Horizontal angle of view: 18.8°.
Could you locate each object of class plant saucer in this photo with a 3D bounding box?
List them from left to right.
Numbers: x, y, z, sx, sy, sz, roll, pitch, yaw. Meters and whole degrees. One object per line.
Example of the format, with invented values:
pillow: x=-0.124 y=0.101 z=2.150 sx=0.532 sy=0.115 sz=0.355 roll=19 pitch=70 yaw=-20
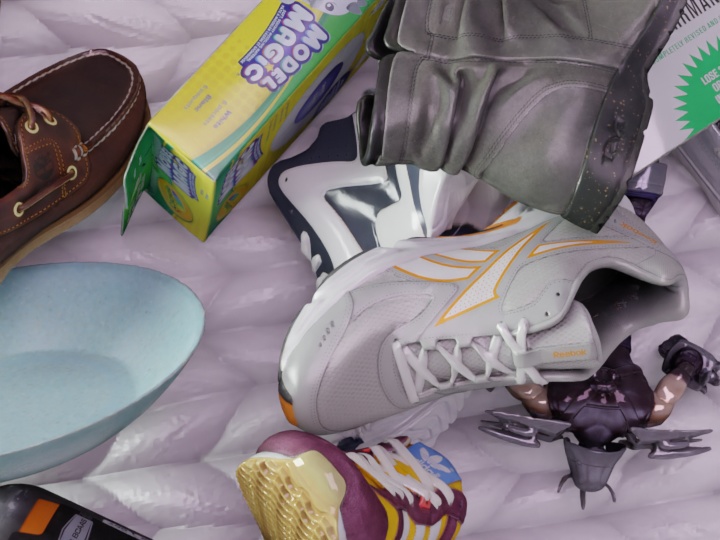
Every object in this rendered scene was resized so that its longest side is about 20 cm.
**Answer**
plant saucer: x=-0.166 y=0.055 z=1.001 sx=0.201 sy=0.201 sz=0.039 roll=-15 pitch=115 yaw=-11

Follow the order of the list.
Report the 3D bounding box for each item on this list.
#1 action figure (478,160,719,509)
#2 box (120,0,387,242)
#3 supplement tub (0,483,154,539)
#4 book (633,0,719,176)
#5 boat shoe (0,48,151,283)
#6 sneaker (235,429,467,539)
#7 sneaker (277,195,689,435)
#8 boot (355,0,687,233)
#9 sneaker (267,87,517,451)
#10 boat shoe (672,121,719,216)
action figure: x=0.121 y=0.020 z=1.091 sx=0.130 sy=0.069 sz=0.200 roll=7 pitch=80 yaw=-13
box: x=-0.044 y=-0.094 z=1.068 sx=0.048 sy=0.117 sz=0.200 roll=42 pitch=76 yaw=4
supplement tub: x=-0.125 y=0.176 z=0.990 sx=0.200 sy=0.123 sz=0.123 roll=24 pitch=75 yaw=-1
book: x=0.127 y=-0.161 z=1.073 sx=0.134 sy=0.048 sz=0.200 roll=-33 pitch=87 yaw=-14
boat shoe: x=-0.170 y=-0.047 z=1.037 sx=0.070 sy=0.070 sz=0.200 roll=22 pitch=52 yaw=22
sneaker: x=0.002 y=0.102 z=0.987 sx=0.090 sy=0.200 sz=0.075 roll=-37 pitch=73 yaw=-12
sneaker: x=0.059 y=0.024 z=0.984 sx=0.200 sy=0.076 sz=0.092 roll=-28 pitch=38 yaw=-16
boot: x=0.078 y=-0.122 z=0.995 sx=0.131 sy=0.068 sz=0.200 roll=20 pitch=68 yaw=-2
sneaker: x=0.000 y=0.000 z=1.080 sx=0.079 sy=0.130 sz=0.199 roll=0 pitch=115 yaw=-36
boat shoe: x=0.215 y=-0.061 z=1.119 sx=0.072 sy=0.069 sz=0.200 roll=-36 pitch=84 yaw=-14
